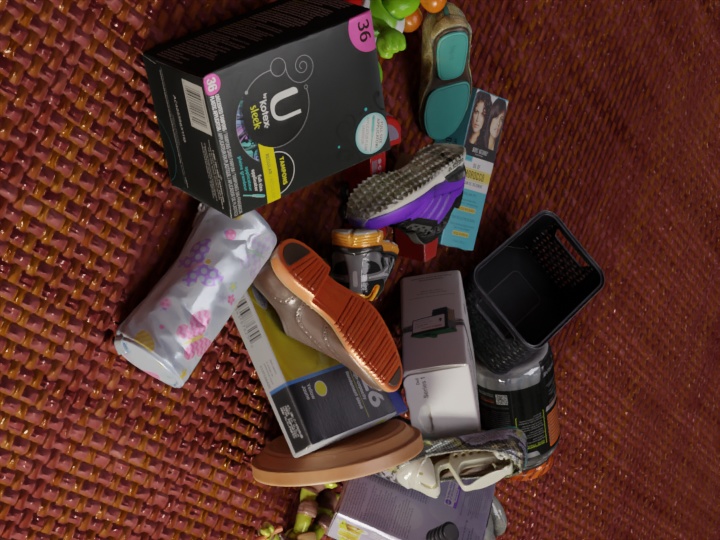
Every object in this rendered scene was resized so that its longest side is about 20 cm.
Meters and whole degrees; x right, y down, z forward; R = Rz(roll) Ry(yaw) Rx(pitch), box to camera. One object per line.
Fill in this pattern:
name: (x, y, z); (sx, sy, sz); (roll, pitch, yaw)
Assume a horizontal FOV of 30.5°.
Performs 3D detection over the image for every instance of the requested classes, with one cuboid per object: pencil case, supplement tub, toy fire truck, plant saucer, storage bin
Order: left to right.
pencil case: (-0.167, 0.019, 1.349); (0.091, 0.083, 0.201); (46, 66, -36)
plant saucer: (-0.028, 0.201, 1.503); (0.199, 0.198, 0.033); (-16, 98, -48)
toy fire truck: (0.037, -0.100, 1.596); (0.140, 0.048, 0.203); (-23, 119, -47)
supplement tub: (0.220, 0.191, 1.875); (0.122, 0.121, 0.202); (-37, 130, -38)
storage bin: (0.220, 0.029, 1.788); (0.136, 0.094, 0.199); (50, 52, 3)

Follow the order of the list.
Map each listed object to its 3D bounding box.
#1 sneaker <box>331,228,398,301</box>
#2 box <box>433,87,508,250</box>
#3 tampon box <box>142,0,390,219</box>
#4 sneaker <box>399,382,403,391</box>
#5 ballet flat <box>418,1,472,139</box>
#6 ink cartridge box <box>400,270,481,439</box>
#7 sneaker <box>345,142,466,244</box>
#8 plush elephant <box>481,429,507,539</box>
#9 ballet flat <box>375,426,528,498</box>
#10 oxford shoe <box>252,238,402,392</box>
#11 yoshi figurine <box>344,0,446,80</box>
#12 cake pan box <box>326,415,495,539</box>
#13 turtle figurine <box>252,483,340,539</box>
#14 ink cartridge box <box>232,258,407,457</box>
sneaker: (0.000, 0.000, 1.516); (0.200, 0.077, 0.079); (29, 60, -79)
box: (0.130, -0.132, 1.703); (0.082, 0.049, 0.203); (8, 96, -53)
tampon box: (-0.089, -0.168, 1.309); (0.198, 0.126, 0.152); (-27, 123, -27)
sneaker: (-0.014, 0.097, 1.579); (0.199, 0.076, 0.076); (24, 85, -52)
ballet flat: (0.100, -0.245, 1.600); (0.071, 0.070, 0.201); (-51, 160, -28)
ink cartridge box: (0.100, 0.119, 1.646); (0.201, 0.083, 0.148); (-90, 169, -56)
sneaker: (0.062, -0.070, 1.540); (0.199, 0.069, 0.101); (-32, 128, -41)
plush elephant: (0.119, 0.299, 1.781); (0.201, 0.162, 0.157); (107, -19, -56)
ballet flat: (0.102, 0.230, 1.555); (0.072, 0.197, 0.073); (-9, 90, -88)
oxford shoe: (-0.034, 0.058, 1.420); (0.200, 0.073, 0.071); (49, 38, -5)
yoshi figurine: (0.016, -0.249, 1.471); (0.200, 0.111, 0.114); (-40, 138, -33)
cake pan box: (0.070, 0.273, 1.621); (0.201, 0.182, 0.053); (-70, -176, -49)
turtle figurine: (-0.065, 0.340, 1.607); (0.200, 0.064, 0.163); (47, 55, -32)
ink cartridge box: (-0.038, 0.088, 1.485); (0.199, 0.047, 0.200); (-16, 76, -46)
